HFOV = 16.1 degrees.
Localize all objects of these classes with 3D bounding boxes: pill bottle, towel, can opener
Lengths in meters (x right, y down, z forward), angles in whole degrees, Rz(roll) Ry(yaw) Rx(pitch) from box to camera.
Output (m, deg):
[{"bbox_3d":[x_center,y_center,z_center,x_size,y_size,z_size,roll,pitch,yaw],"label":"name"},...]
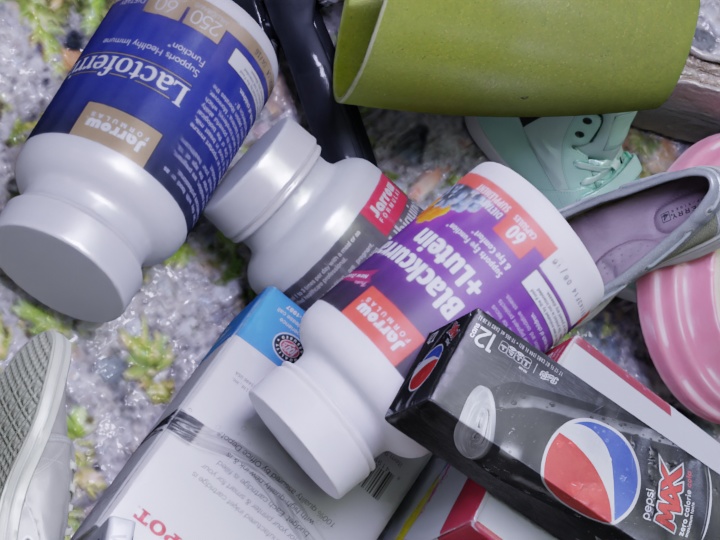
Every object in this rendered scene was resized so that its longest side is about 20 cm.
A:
[{"bbox_3d":[0.000,0.000,1.595,0.200,0.111,0.111,42,60,-11],"label":"pill bottle"},{"bbox_3d":[0.266,-0.110,1.755,0.200,0.133,0.035,16,78,-19],"label":"towel"},{"bbox_3d":[0.035,0.038,1.489,0.200,0.111,0.111,-41,91,-11],"label":"pill bottle"},{"bbox_3d":[-0.141,-0.074,1.563,0.116,0.116,0.200,33,61,-10],"label":"pill bottle"},{"bbox_3d":[-0.028,-0.122,1.675,0.200,0.079,0.063,65,22,4],"label":"can opener"}]

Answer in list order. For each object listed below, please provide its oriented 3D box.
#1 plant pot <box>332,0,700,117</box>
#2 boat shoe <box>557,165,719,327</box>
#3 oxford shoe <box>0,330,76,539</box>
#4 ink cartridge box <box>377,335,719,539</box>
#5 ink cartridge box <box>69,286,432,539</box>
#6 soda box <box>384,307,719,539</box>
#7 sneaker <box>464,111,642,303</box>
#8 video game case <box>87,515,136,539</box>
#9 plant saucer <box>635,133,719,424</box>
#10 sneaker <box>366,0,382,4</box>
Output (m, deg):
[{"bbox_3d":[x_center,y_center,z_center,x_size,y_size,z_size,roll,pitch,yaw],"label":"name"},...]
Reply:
[{"bbox_3d":[0.104,-0.171,1.589,0.200,0.187,0.187,14,66,-9],"label":"plant pot"},{"bbox_3d":[0.151,-0.014,1.642,0.065,0.202,0.075,19,51,-63],"label":"boat shoe"},{"bbox_3d":[-0.195,0.133,1.491,0.058,0.075,0.200,22,64,-31],"label":"oxford shoe"},{"bbox_3d":[0.108,0.159,1.544,0.145,0.200,0.145,37,61,-10],"label":"ink cartridge box"},{"bbox_3d":[-0.065,0.135,1.539,0.145,0.084,0.200,40,59,-6],"label":"ink cartridge box"},{"bbox_3d":[0.117,0.106,1.408,0.200,0.071,0.063,34,67,-11],"label":"soda box"},{"bbox_3d":[0.167,-0.064,1.700,0.200,0.118,0.074,45,58,-5],"label":"sneaker"},{"bbox_3d":[-0.166,0.250,1.416,0.018,0.143,0.200,14,66,-14],"label":"video game case"},{"bbox_3d":[0.270,0.006,1.718,0.200,0.051,0.201,0,90,-42],"label":"plant saucer"},{"bbox_3d":[-0.010,-0.279,1.691,0.200,0.080,0.131,43,95,-11],"label":"sneaker"}]
